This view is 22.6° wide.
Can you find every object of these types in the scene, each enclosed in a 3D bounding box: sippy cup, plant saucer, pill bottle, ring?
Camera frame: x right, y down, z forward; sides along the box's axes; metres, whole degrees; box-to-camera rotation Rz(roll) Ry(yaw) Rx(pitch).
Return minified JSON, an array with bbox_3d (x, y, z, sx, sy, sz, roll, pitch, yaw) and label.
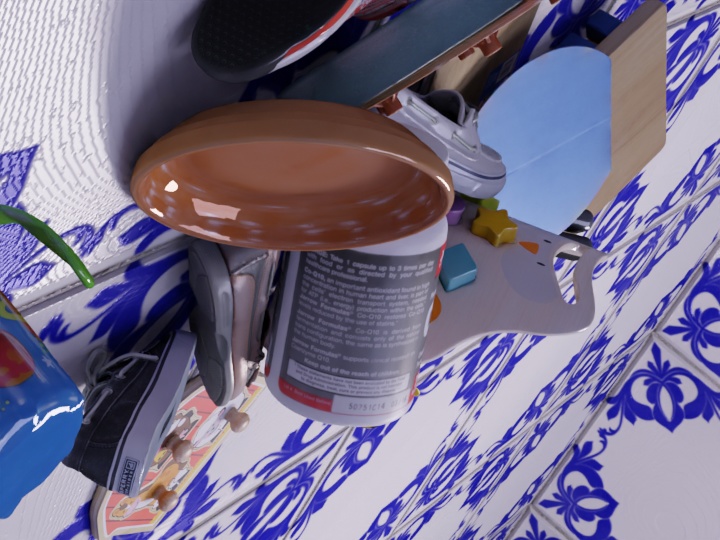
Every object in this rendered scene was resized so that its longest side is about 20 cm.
[{"bbox_3d":[-0.217,0.061,0.928,0.178,0.130,0.139,-57,162,26],"label":"sippy cup"},{"bbox_3d":[-0.041,-0.059,1.113,0.200,0.199,0.038,77,14,-71],"label":"plant saucer"},{"bbox_3d":[0.016,-0.140,1.173,0.200,0.036,0.200,-32,-174,3],"label":"plant saucer"},{"bbox_3d":[0.000,0.000,1.292,0.114,0.114,0.201,-27,134,-54],"label":"pill bottle"},{"bbox_3d":[0.077,-0.154,1.223,0.200,0.019,0.200,-32,-173,4],"label":"ring"}]

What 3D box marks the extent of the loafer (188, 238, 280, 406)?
[{"bbox_3d":[-0.088,0.037,1.321,0.063,0.072,0.200,-20,153,-15],"label":"loafer"}]

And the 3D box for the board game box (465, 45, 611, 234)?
[{"bbox_3d":[0.145,-0.109,1.547,0.158,0.039,0.201,-30,136,-24],"label":"board game box"}]

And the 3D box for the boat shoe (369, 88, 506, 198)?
[{"bbox_3d":[0.064,-0.105,1.386,0.200,0.073,0.067,9,113,-58],"label":"boat shoe"}]

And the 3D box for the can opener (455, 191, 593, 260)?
[{"bbox_3d":[0.118,-0.047,1.611,0.066,0.199,0.053,-18,-115,61],"label":"can opener"}]

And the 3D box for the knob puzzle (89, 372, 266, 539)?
[{"bbox_3d":[-0.154,0.157,1.515,0.220,0.030,0.220,-45,164,-17],"label":"knob puzzle"}]

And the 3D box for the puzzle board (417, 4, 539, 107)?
[{"bbox_3d":[0.088,-0.163,1.472,0.151,0.017,0.200,-41,163,-34],"label":"puzzle board"}]

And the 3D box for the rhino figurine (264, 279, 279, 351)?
[{"bbox_3d":[-0.022,-0.006,1.449,0.087,0.060,0.200,-32,155,-58],"label":"rhino figurine"}]

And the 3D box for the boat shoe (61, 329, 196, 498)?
[{"bbox_3d":[-0.164,0.091,1.263,0.200,0.068,0.074,-73,-179,-62],"label":"boat shoe"}]

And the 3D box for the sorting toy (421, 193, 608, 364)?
[{"bbox_3d":[0.103,-0.005,1.433,0.200,0.179,0.107,-66,168,-58],"label":"sorting toy"}]

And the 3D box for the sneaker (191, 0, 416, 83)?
[{"bbox_3d":[-0.015,-0.166,1.079,0.202,0.067,0.108,-49,162,-14],"label":"sneaker"}]

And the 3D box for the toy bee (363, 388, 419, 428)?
[{"bbox_3d":[0.006,0.065,1.609,0.109,0.131,0.200,-31,-168,42],"label":"toy bee"}]

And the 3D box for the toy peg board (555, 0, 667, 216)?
[{"bbox_3d":[0.190,-0.144,1.701,0.200,0.098,0.200,-43,148,-22],"label":"toy peg board"}]
